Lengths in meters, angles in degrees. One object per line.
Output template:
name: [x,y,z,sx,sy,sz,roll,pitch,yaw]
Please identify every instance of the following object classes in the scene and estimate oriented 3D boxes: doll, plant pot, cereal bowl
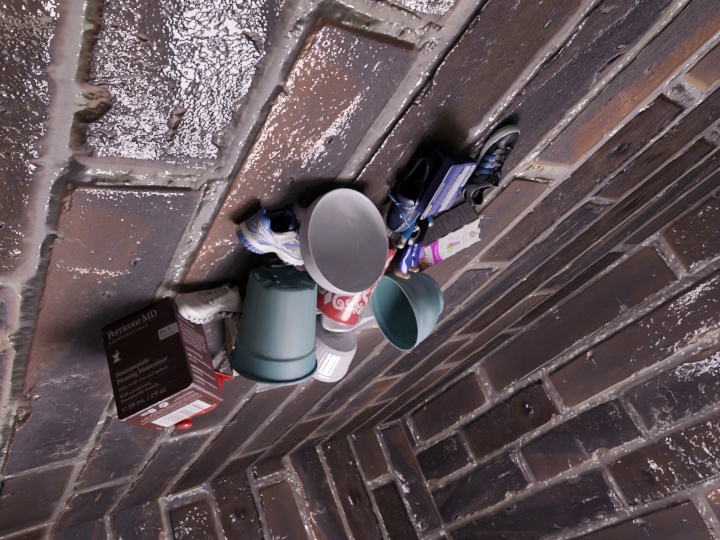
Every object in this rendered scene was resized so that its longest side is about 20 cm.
doll: [0.121,-0.080,1.203,0.135,0.048,0.205,-31,140,-44]
plant pot: [-0.174,0.106,1.125,0.196,0.199,0.202,-5,114,-38]
plant pot: [0.132,0.086,1.365,0.132,0.203,0.202,-22,158,-30]
cereal bowl: [-0.042,-0.054,1.027,0.196,0.207,0.082,-4,179,-40]

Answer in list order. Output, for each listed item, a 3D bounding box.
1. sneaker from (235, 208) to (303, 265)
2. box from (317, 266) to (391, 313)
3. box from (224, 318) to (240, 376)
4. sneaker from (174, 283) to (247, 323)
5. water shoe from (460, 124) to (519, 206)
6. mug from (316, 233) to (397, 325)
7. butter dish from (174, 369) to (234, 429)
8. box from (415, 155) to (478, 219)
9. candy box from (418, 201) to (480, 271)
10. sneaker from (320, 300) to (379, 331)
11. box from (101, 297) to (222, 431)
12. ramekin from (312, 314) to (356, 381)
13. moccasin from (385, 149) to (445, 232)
sneaker: [-0.140,-0.069,1.012,0.085,0.078,0.198,-43,152,24]
box: [-0.034,0.042,1.375,0.153,0.042,0.200,-3,147,-44]
box: [-0.297,0.191,1.355,0.093,0.079,0.202,-15,153,-23]
sneaker: [-0.306,0.062,1.116,0.081,0.076,0.198,-47,157,21]
water shoe: [0.290,-0.221,1.136,0.070,0.080,0.201,-9,150,-33]
mug: [-0.010,-0.005,1.196,0.203,0.131,0.178,-57,-177,22]
butter dish: [-0.448,0.326,1.341,0.194,0.152,0.200,-8,158,13]
box: [0.172,-0.172,1.060,0.123,0.032,0.199,-60,166,24]
candy box: [0.209,-0.083,1.349,0.196,0.062,0.137,-27,156,2]
sneaker: [-0.032,0.130,1.427,0.196,0.077,0.088,-11,165,-37]
box: [-0.417,0.204,1.111,0.162,0.204,0.165,-25,156,-2]
ramekin: [-0.098,0.193,1.432,0.199,0.204,0.095,5,130,-48]
moccasin: [0.096,-0.163,1.072,0.067,0.080,0.203,-21,146,-47]
